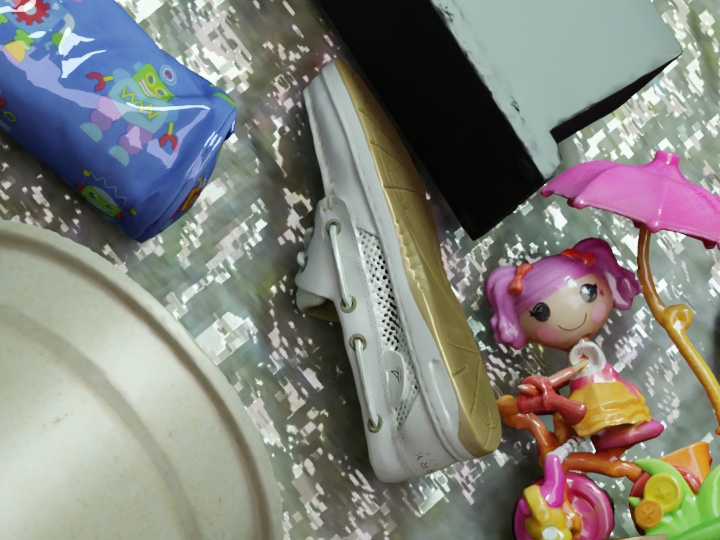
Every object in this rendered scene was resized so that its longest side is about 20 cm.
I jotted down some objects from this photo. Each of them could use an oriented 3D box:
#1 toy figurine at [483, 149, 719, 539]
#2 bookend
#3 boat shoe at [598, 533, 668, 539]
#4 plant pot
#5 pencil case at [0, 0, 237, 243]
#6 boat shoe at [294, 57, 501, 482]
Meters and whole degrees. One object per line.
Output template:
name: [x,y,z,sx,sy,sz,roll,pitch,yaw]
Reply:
toy figurine: [0.121,0.043,1.316,0.199,0.150,0.185,-22,80,5]
bookend: [0.089,-0.155,1.351,0.200,0.092,0.199,-31,85,-25]
boat shoe: [0.041,0.157,1.244,0.070,0.199,0.071,1,82,-65]
plant pot: [-0.163,0.112,1.133,0.201,0.200,0.183,50,52,-3]
pencil case: [-0.142,-0.103,1.277,0.200,0.078,0.087,42,67,-7]
boat shoe: [0.000,0.000,1.310,0.069,0.071,0.201,-24,66,16]
